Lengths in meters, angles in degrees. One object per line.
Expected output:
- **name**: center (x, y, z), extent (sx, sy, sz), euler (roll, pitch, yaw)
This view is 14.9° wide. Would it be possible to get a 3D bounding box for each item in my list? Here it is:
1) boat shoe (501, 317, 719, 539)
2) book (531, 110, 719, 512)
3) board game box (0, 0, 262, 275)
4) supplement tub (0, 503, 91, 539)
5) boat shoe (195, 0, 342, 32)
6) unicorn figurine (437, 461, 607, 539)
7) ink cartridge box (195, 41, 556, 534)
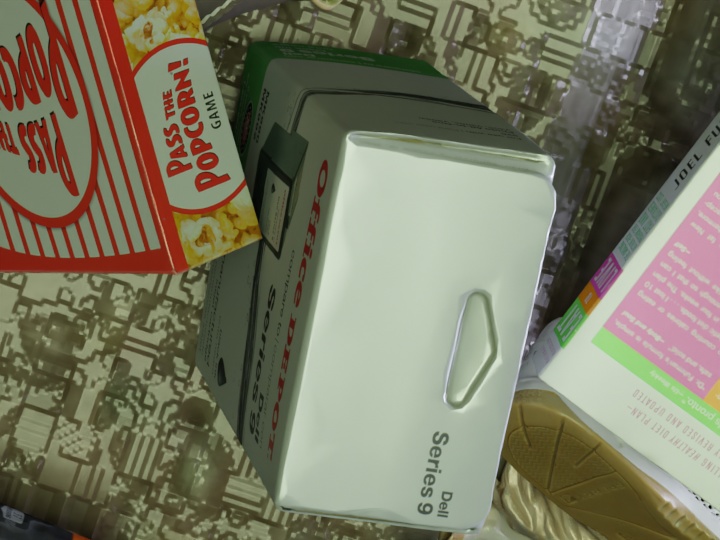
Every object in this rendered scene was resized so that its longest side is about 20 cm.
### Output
- **boat shoe**: center (0.139, 0.095, 1.167), extent (0.200, 0.071, 0.069), euler (46, 51, -27)
- **book**: center (0.177, -0.004, 1.050), extent (0.133, 0.048, 0.200), euler (35, 101, -12)
- **board game box**: center (-0.123, -0.099, 1.071), extent (0.046, 0.151, 0.201), euler (-24, 104, -35)
- **supplement tub**: center (-0.169, 0.145, 1.137), extent (0.199, 0.107, 0.107), euler (23, 99, -9)
- **boat shoe**: center (-0.011, -0.143, 1.110), extent (0.200, 0.072, 0.060), euler (-40, 98, -2)
- **unicorn figurine**: center (0.056, 0.191, 1.175), extent (0.137, 0.074, 0.200), euler (34, 91, -20)
- **ink cartridge box**: center (0.000, 0.000, 1.066), extent (0.084, 0.200, 0.147), euler (8, 101, -14)
